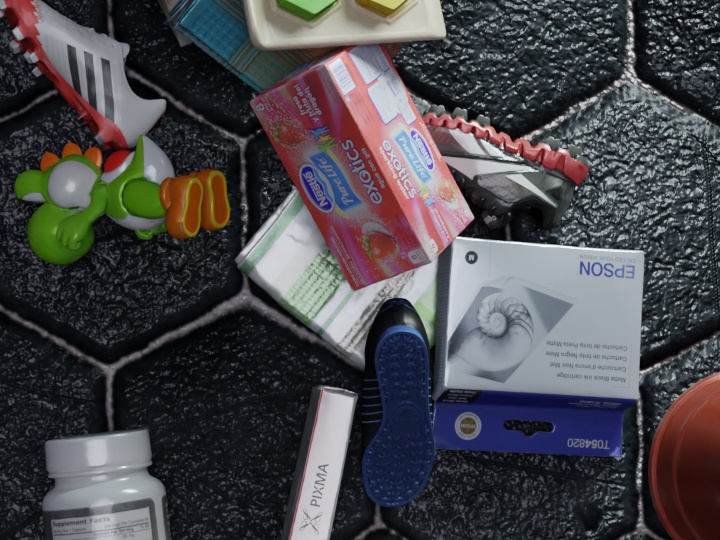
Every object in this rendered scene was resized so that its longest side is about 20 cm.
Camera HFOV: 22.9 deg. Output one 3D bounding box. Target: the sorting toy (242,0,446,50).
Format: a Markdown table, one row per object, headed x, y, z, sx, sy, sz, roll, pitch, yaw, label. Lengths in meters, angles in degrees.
| x | y | z | sx | sy | sz | roll | pitch | yaw | label |
| --- | --- | --- | --- | --- | --- | --- | --- | --- | --- |
| -0.021 | -0.288 | 1.552 | 0.199 | 0.036 | 0.186 | -6 | 80 | -28 | sorting toy |

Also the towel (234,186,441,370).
| x | y | z | sx | sy | sz | roll | pitch | yaw | label |
| --- | --- | --- | --- | --- | --- | --- | --- | --- | --- |
| 0.000 | 0.000 | 1.687 | 0.200 | 0.031 | 0.149 | 40 | 86 | -4 | towel |

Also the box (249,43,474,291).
| x | y | z | sx | sy | sz | roll | pitch | yaw | label |
| --- | --- | --- | --- | --- | --- | --- | --- | --- | --- |
| 0.003 | -0.099 | 1.595 | 0.095 | 0.103 | 0.200 | -21 | 104 | 36 | box |

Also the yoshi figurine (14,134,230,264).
| x | y | z | sx | sy | sz | roll | pitch | yaw | label |
| --- | --- | --- | --- | --- | --- | --- | --- | --- | --- |
| -0.227 | -0.047 | 1.623 | 0.199 | 0.113 | 0.112 | 4 | 51 | 23 | yoshi figurine |

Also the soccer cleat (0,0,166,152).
| x | y | z | sx | sy | sz | roll | pitch | yaw | label |
| --- | --- | --- | --- | --- | --- | --- | --- | --- | --- |
| -0.264 | -0.203 | 1.657 | 0.085 | 0.069 | 0.200 | -39 | 94 | -15 | soccer cleat |

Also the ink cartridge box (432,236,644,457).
| x | y | z | sx | sy | sz | roll | pitch | yaw | label |
| --- | --- | --- | --- | --- | --- | --- | --- | --- | --- |
| 0.168 | 0.074 | 1.675 | 0.199 | 0.041 | 0.201 | 3 | 87 | -14 | ink cartridge box |

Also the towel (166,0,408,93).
| x | y | z | sx | sy | sz | roll | pitch | yaw | label |
| --- | --- | --- | --- | --- | --- | --- | --- | --- | --- |
| -0.058 | -0.225 | 1.627 | 0.147 | 0.022 | 0.200 | -46 | 125 | 12 | towel |

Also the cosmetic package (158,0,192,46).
| x | y | z | sx | sy | sz | roll | pitch | yaw | label |
| --- | --- | --- | --- | --- | --- | --- | --- | --- | --- |
| -0.099 | -0.301 | 1.646 | 0.200 | 0.087 | 0.103 | -23 | 49 | -7 | cosmetic package |

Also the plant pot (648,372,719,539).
| x | y | z | sx | sy | sz | roll | pitch | yaw | label |
| --- | --- | --- | --- | --- | --- | --- | --- | --- | --- |
| 0.385 | 0.188 | 1.622 | 0.200 | 0.195 | 0.201 | 0 | 86 | -5 | plant pot |

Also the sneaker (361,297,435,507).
| x | y | z | sx | sy | sz | roll | pitch | yaw | label |
| --- | --- | --- | --- | --- | --- | --- | --- | --- | --- |
| 0.035 | 0.121 | 1.647 | 0.070 | 0.078 | 0.201 | 3 | 119 | -3 | sneaker |

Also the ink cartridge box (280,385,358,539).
| x | y | z | sx | sy | sz | roll | pitch | yaw | label |
| --- | --- | --- | --- | --- | --- | --- | --- | --- | --- |
| -0.041 | 0.204 | 1.593 | 0.043 | 0.174 | 0.201 | 12 | 86 | -4 | ink cartridge box |

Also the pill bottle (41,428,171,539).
| x | y | z | sx | sy | sz | roll | pitch | yaw | label |
| --- | --- | --- | --- | --- | --- | --- | --- | --- | --- |
| -0.227 | 0.248 | 1.604 | 0.113 | 0.114 | 0.201 | -7 | 87 | -6 | pill bottle |

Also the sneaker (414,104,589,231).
| x | y | z | sx | sy | sz | roll | pitch | yaw | label |
| --- | --- | --- | --- | --- | --- | --- | --- | --- | --- |
| 0.113 | -0.093 | 1.677 | 0.200 | 0.071 | 0.098 | 17 | 83 | -5 | sneaker |
